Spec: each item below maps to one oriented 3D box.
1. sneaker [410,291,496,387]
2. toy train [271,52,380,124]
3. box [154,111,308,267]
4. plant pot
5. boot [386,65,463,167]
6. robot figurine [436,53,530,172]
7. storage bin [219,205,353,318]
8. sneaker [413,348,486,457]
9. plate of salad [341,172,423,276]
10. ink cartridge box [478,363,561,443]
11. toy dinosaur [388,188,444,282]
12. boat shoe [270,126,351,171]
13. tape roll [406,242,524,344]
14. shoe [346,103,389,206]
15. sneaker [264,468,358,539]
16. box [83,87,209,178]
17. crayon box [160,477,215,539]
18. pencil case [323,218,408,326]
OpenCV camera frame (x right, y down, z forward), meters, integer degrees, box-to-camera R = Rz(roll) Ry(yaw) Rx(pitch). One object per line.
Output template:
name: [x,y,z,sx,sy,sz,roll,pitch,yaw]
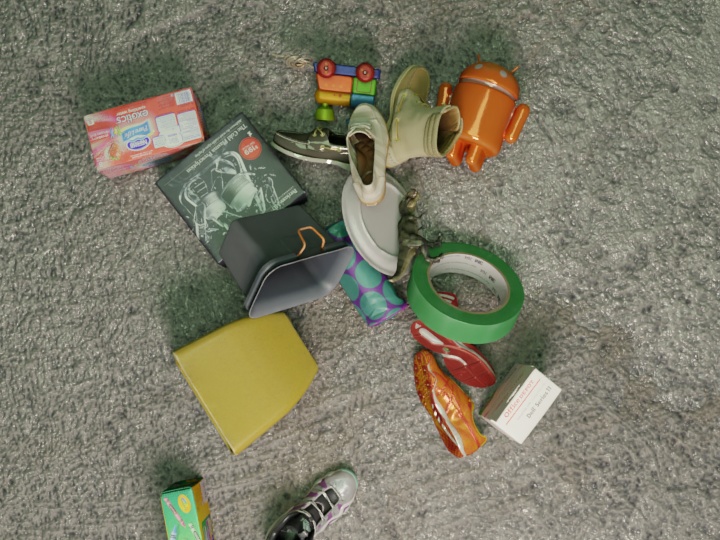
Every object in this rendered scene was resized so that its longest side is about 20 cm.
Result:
sneaker: [0.178,0.110,1.691,0.200,0.078,0.116,45,45,-26]
toy train: [-0.066,-0.321,1.726,0.197,0.085,0.117,6,99,1]
box: [-0.223,-0.140,1.696,0.199,0.104,0.183,-40,88,-2]
plant pot: [-0.184,0.176,1.637,0.199,0.196,0.195,-32,86,-14]
boot: [0.116,-0.277,1.668,0.073,0.154,0.202,36,66,-35]
robot figurine: [0.210,-0.281,1.699,0.116,0.143,0.202,23,86,-34]
storage bin: [-0.130,-0.032,1.601,0.135,0.199,0.146,49,132,23]
sneaker: [0.154,0.228,1.696,0.077,0.073,0.202,-25,88,-25]
plate of salad: [0.034,-0.083,1.676,0.048,0.199,0.202,-24,85,41]
ink cartridge box: [0.270,0.223,1.620,0.067,0.200,0.118,37,87,3]
toy dinosaur: [0.098,-0.046,1.644,0.087,0.048,0.202,16,52,-8]
boat shoe: [-0.059,-0.224,1.710,0.199,0.072,0.061,13,117,-4]
tape roll: [0.179,0.036,1.648,0.198,0.049,0.202,9,43,-8]
shoe: [0.013,-0.208,1.633,0.069,0.053,0.202,-12,61,14]
sneaker: [-0.083,0.423,1.635,0.200,0.140,0.078,-44,87,-2]
box: [-0.374,-0.242,1.707,0.197,0.095,0.104,-16,86,-1]
crayon box: [-0.286,0.466,1.644,0.057,0.119,0.203,-11,86,-1]
pencil case: [0.000,0.000,1.695,0.085,0.092,0.201,-34,86,42]
